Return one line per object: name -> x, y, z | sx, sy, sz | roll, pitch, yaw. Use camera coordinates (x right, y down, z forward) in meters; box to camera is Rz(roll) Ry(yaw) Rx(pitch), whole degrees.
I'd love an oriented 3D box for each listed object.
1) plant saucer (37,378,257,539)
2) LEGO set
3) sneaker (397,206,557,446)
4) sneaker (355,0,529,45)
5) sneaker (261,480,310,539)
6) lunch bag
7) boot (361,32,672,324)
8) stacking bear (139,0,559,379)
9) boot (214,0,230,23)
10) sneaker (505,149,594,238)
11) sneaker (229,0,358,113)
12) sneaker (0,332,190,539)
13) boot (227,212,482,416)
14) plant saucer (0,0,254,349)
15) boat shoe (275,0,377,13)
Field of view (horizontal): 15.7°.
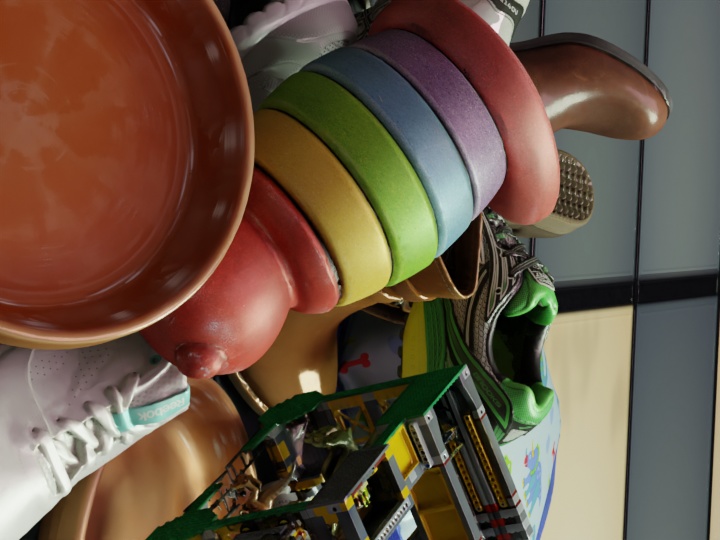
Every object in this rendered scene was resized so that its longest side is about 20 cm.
plant saucer -> -0.107, 0.147, 1.277 | 0.200, 0.037, 0.201 | 4, 90, -66
LEGO set -> -0.003, 0.139, 1.279 | 0.116, 0.153, 0.200 | 67, 23, -14
sneaker -> 0.069, -0.002, 1.382 | 0.078, 0.085, 0.201 | 14, 66, -51
sneaker -> 0.024, -0.111, 1.356 | 0.076, 0.200, 0.088 | 42, 69, -21
sneaker -> -0.023, 0.180, 1.443 | 0.200, 0.075, 0.087 | 82, -12, -55
lunch bag -> 0.040, 0.108, 1.501 | 0.200, 0.127, 0.170 | -78, 157, -44
boot -> 0.080, -0.050, 1.476 | 0.069, 0.188, 0.201 | 127, -22, -54
stacking bear -> -0.020, -0.029, 1.168 | 0.200, 0.121, 0.114 | -38, 163, -19
boot -> -0.102, -0.186, 1.197 | 0.132, 0.070, 0.201 | -17, 107, -67
sneaker -> 0.058, -0.059, 1.602 | 0.200, 0.075, 0.071 | 25, 59, -42
sneaker -> -0.059, -0.059, 1.257 | 0.200, 0.082, 0.075 | -47, 180, -32
sneaker -> -0.122, 0.061, 1.164 | 0.200, 0.088, 0.075 | -56, 144, -49
boot -> 0.000, 0.000, 1.343 | 0.077, 0.155, 0.201 | -28, 119, -48
plant saucer -> -0.136, -0.065, 1.071 | 0.200, 0.032, 0.201 | 10, 70, -31
boat shoe -> -0.022, -0.189, 1.330 | 0.200, 0.060, 0.074 | 83, -4, -59
